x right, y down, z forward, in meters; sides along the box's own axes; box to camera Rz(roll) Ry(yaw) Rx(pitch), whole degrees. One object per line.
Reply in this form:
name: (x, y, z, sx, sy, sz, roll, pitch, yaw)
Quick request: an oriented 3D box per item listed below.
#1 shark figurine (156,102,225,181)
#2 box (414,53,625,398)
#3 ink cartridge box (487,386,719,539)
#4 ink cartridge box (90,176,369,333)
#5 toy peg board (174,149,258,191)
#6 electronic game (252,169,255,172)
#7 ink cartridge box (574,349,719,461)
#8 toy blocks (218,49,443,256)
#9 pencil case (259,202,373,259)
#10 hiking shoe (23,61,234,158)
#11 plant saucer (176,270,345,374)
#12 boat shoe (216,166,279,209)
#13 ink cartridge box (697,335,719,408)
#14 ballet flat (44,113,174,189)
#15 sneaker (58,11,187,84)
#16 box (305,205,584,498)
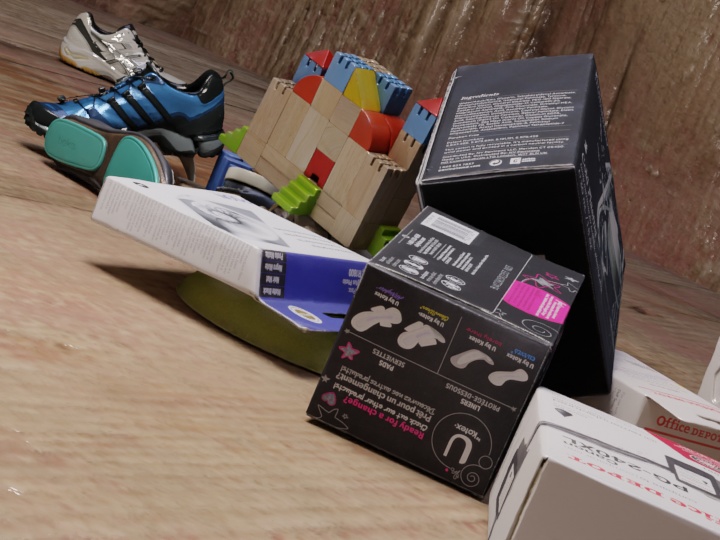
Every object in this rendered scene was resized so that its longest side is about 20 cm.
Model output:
shark figurine: (-0.194, -0.129, 1.866, 0.127, 0.090, 0.214, -12, 4, -6)
box: (0.130, -0.034, 1.389, 0.123, 0.201, 0.197, -5, 30, 14)
ink cartridge box: (0.149, 0.145, 0.995, 0.145, 0.084, 0.200, 23, 8, 1)
ink cartridge box: (-0.068, -0.011, 1.338, 0.199, 0.041, 0.199, 27, 9, 24)
toy peg board: (-0.062, -0.066, 1.728, 0.198, 0.098, 0.200, 21, 8, -18)
electronic game: (-0.064, -0.096, 2.106, 0.199, 0.042, 0.200, 23, 8, -3)
ink cartridge box: (0.218, 0.117, 1.415, 0.117, 0.068, 0.200, 17, 9, -34)
toy blocks: (-0.013, -0.114, 1.475, 0.200, 0.137, 0.100, 40, 22, 33)
pencil case: (0.000, 0.000, 1.533, 0.199, 0.078, 0.090, 19, 18, -26)
hiking shoe: (-0.225, -0.161, 1.722, 0.199, 0.087, 0.074, 1, 16, -24)
plant saucer: (-0.042, 0.037, 1.355, 0.199, 0.031, 0.200, 22, 9, -4)
boat shoe: (-0.043, -0.021, 1.600, 0.199, 0.062, 0.075, 30, -10, -18)
ink cartridge box: (0.400, 0.122, 1.607, 0.199, 0.147, 0.083, 15, 8, -40)
ballet flat: (-0.209, -0.093, 1.604, 0.073, 0.073, 0.200, 15, 9, -43)
sneaker: (-0.330, -0.306, 2.570, 0.199, 0.088, 0.076, 23, 6, -8)
box: (0.060, 0.048, 1.190, 0.132, 0.115, 0.200, 24, 16, 7)
